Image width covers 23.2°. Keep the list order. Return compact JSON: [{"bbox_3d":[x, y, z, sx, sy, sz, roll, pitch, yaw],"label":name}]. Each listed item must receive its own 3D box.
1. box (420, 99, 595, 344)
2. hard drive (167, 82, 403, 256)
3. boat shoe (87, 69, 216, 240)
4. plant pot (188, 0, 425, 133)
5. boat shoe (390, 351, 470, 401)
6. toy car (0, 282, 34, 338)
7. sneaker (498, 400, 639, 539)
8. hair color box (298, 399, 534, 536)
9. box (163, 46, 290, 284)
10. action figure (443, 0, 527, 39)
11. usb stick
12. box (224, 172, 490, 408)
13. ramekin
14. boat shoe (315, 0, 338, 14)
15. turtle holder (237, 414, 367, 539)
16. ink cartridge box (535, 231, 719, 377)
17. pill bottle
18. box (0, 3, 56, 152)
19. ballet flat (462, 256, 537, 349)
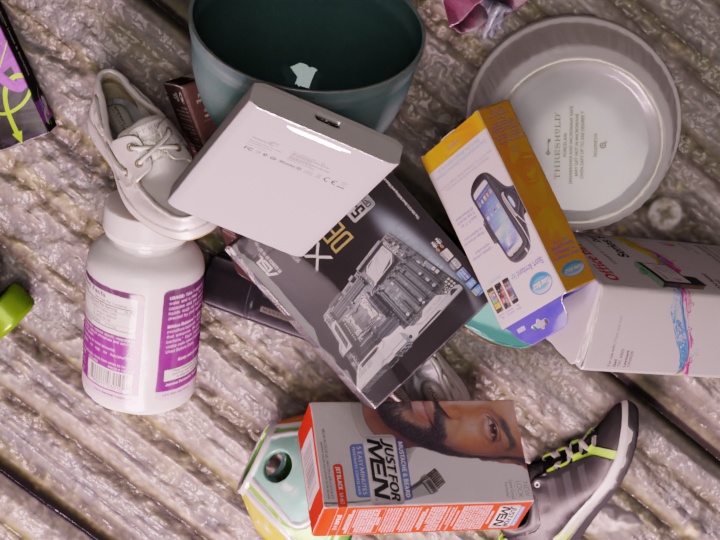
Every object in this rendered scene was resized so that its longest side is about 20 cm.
[{"bbox_3d":[0.133,-0.037,1.547,0.041,0.119,0.200,-24,84,-29],"label":"box"},{"bbox_3d":[-0.066,-0.079,1.454,0.132,0.026,0.200,22,152,-16],"label":"hard drive"},{"bbox_3d":[-0.194,-0.108,1.581,0.071,0.200,0.069,-26,144,-22],"label":"boat shoe"},{"bbox_3d":[-0.052,-0.159,1.507,0.200,0.200,0.134,10,130,0],"label":"plant pot"},{"bbox_3d":[0.038,0.082,1.697,0.071,0.069,0.200,-39,102,14],"label":"boat shoe"},{"bbox_3d":[-0.424,0.041,1.643,0.158,0.200,0.164,-42,101,15],"label":"toy car"},{"bbox_3d":[0.201,0.206,1.728,0.083,0.072,0.200,28,108,-5],"label":"sneaker"},{"bbox_3d":[0.050,0.182,1.626,0.200,0.111,0.064,0,146,-16],"label":"hair color box"},{"bbox_3d":[-0.097,-0.100,1.629,0.100,0.075,0.200,-24,105,-15],"label":"box"},{"bbox_3d":[0.075,-0.305,1.526,0.134,0.149,0.200,-32,71,4],"label":"action figure"},{"bbox_3d":[-0.062,0.035,1.677,0.200,0.033,0.056,19,99,18],"label":"usb stick"},{"bbox_3d":[0.000,0.000,1.595,0.158,0.050,0.200,-42,97,-9],"label":"box"},{"bbox_3d":[0.197,-0.128,1.605,0.202,0.094,0.203,1,109,3],"label":"ramekin"},{"bbox_3d":[-0.013,-0.256,1.588,0.074,0.069,0.200,-33,103,13],"label":"boat shoe"},{"bbox_3d":[-0.055,0.225,1.712,0.132,0.141,0.186,27,108,-7],"label":"turtle holder"},{"bbox_3d":[0.266,0.030,1.595,0.200,0.145,0.084,5,110,-21],"label":"ink cartridge box"},{"bbox_3d":[-0.205,0.026,1.660,0.112,0.112,0.200,8,116,1],"label":"pill bottle"},{"bbox_3d":[-0.393,-0.198,1.649,0.143,0.036,0.200,-20,105,10],"label":"box"},{"bbox_3d":[0.087,0.009,1.673,0.200,0.065,0.071,31,102,-9],"label":"ballet flat"}]
